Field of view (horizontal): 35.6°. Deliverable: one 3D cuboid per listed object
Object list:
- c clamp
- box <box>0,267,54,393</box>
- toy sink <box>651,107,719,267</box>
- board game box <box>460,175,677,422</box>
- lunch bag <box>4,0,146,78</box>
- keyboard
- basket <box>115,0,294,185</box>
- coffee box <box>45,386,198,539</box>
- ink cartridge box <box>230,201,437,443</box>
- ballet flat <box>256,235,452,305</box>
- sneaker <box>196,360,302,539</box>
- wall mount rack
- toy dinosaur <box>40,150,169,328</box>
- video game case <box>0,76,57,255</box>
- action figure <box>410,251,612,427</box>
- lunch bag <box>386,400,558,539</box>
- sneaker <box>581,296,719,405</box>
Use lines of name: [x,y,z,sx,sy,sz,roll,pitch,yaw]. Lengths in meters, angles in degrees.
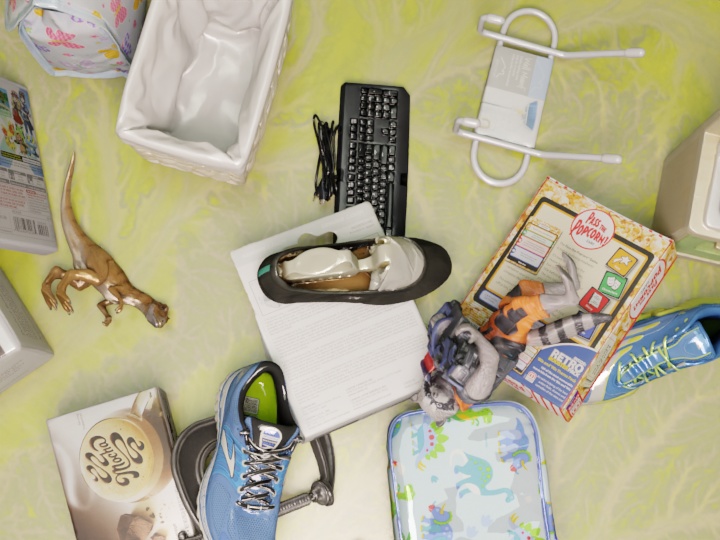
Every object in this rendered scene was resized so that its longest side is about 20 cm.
c clamp: [-0.100,0.215,1.086,0.199,0.027,0.172,-21,79,-33]
box: [-0.443,0.053,1.089,0.199,0.131,0.200,-34,83,-6]
toy sink: [0.375,-0.068,1.088,0.129,0.200,0.113,13,81,0]
board game box: [0.197,0.025,1.119,0.151,0.046,0.201,32,82,29]
lunch bag: [-0.283,-0.302,1.112,0.126,0.200,0.171,3,82,-1]
keyboard: [-0.001,-0.100,1.167,0.103,0.040,0.202,2,80,-1]
basket: [-0.150,-0.198,1.137,0.134,0.123,0.202,15,82,1]
coffee box: [-0.221,0.227,1.091,0.112,0.080,0.202,-15,82,-6]
ink cartridge box: [-0.026,0.051,1.130,0.161,0.050,0.201,-21,76,-15]
ballet flat: [0.000,0.000,1.087,0.198,0.068,0.069,-8,75,-12]
sneaker: [-0.101,0.175,1.032,0.078,0.089,0.202,10,63,-22]
wall mount rack: [0.192,-0.183,1.165,0.172,0.075,0.202,14,82,0]
toy dinosaur: [-0.278,-0.007,1.148,0.106,0.060,0.200,-38,89,-31]
video game case: [-0.371,-0.112,1.084,0.022,0.200,0.184,-16,81,16]
action figure: [0.127,0.074,1.025,0.193,0.200,0.105,-42,100,15]
lunch bag: [0.109,0.231,1.095,0.159,0.082,0.202,-6,81,-1]
sneaker: [0.290,0.074,1.111,0.199,0.105,0.076,-25,84,-5]
